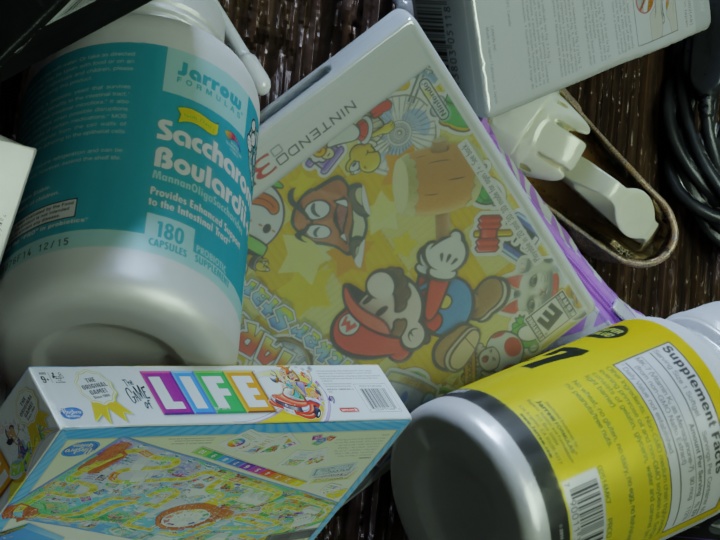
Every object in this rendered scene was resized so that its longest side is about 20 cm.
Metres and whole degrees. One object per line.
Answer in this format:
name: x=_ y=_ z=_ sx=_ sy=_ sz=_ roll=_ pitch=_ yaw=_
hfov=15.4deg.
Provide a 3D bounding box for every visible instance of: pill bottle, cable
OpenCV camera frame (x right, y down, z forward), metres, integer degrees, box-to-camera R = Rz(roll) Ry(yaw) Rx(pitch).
pill bottle: x=0.125 y=0.090 z=1.356 sx=0.200 sy=0.114 sz=0.114 roll=-20 pitch=104 yaw=-33
pill bottle: x=-0.103 y=-0.038 z=1.199 sx=0.111 sy=0.111 sz=0.200 roll=37 pitch=42 yaw=-38
cable: x=0.244 y=-0.098 z=1.614 sx=0.163 sy=0.051 sz=0.200 roll=12 pitch=79 yaw=-49

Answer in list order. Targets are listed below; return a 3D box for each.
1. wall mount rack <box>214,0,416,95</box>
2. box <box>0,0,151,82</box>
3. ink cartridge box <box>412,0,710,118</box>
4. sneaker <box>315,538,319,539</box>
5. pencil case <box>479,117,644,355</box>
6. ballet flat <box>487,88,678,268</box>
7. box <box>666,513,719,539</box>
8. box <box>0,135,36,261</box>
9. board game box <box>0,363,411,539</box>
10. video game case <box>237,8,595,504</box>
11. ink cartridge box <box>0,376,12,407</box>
wall mount rack: x=-0.039 y=-0.188 z=1.310 sx=0.200 sy=0.075 sz=0.174 roll=-23 pitch=115 yaw=-41
box: x=-0.150 y=-0.203 z=1.122 sx=0.148 sy=0.124 sz=0.200 roll=-33 pitch=90 yaw=-39
ink cartridge box: x=0.102 y=-0.182 z=1.382 sx=0.200 sy=0.050 sz=0.162 roll=-25 pitch=113 yaw=-45
sneaker: x=-0.006 y=0.189 z=1.348 sx=0.200 sy=0.076 sz=0.091 roll=23 pitch=87 yaw=-28
pencil case: x=0.084 y=0.000 z=1.422 sx=0.200 sy=0.085 sz=0.084 roll=45 pitch=53 yaw=-34
ballet flat: x=0.111 y=-0.063 z=1.454 sx=0.200 sy=0.067 sz=0.068 roll=35 pitch=89 yaw=-38
box: x=0.206 y=0.184 z=1.400 sx=0.200 sy=0.106 sz=0.122 roll=-36 pitch=115 yaw=-39
box: x=-0.249 y=-0.015 z=1.095 sx=0.200 sy=0.041 sz=0.156 roll=24 pitch=73 yaw=-29
board game box: x=-0.089 y=0.097 z=1.157 sx=0.200 sy=0.134 sz=0.034 roll=2 pitch=45 yaw=-45
video game case: x=0.000 y=0.000 z=1.325 sx=0.182 sy=0.023 sz=0.200 roll=-37 pitch=120 yaw=-5
ink cartridge box: x=-0.178 y=0.094 z=1.188 sx=0.200 sy=0.050 sz=0.109 roll=10 pitch=83 yaw=-45
